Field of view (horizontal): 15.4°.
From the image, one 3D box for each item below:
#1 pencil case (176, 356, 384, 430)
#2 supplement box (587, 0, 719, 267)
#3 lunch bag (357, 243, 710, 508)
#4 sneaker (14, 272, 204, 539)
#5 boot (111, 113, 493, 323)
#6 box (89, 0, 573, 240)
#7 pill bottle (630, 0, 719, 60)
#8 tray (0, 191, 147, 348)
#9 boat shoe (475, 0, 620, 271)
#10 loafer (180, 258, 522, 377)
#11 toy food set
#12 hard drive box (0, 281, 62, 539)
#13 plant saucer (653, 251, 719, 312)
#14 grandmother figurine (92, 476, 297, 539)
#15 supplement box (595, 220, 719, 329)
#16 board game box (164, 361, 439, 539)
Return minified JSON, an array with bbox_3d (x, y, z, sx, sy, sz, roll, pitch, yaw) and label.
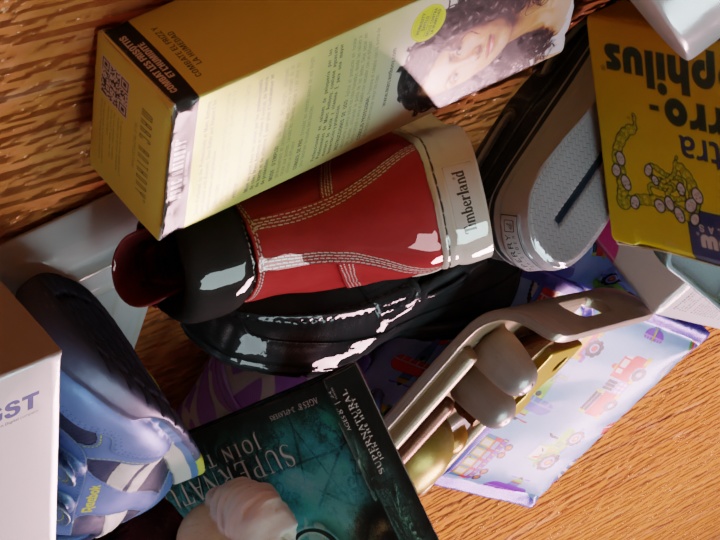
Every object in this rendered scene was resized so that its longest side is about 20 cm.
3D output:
[{"bbox_3d":[-0.063,0.100,1.314,0.200,0.084,0.086,124,-14,-46],"label":"pencil case"},{"bbox_3d":[0.207,-0.086,1.162,0.199,0.109,0.110,-28,119,-36],"label":"supplement box"},{"bbox_3d":[0.060,0.038,1.405,0.199,0.094,0.151,11,130,-49],"label":"lunch bag"},{"bbox_3d":[-0.117,0.065,1.071,0.082,0.074,0.200,-32,160,-6],"label":"sneaker"},{"bbox_3d":[-0.032,-0.019,1.089,0.143,0.073,0.200,-14,-177,-5],"label":"boot"},{"bbox_3d":[-0.005,-0.087,1.001,0.199,0.050,0.076,-27,148,-27],"label":"box"},{"bbox_3d":[0.181,-0.177,1.044,0.200,0.112,0.112,-38,161,4],"label":"pill bottle"},{"bbox_3d":[-0.128,0.034,1.125,0.107,0.022,0.200,-26,158,-28],"label":"tray"},{"bbox_3d":[0.104,-0.083,1.195,0.200,0.071,0.072,-48,128,-28],"label":"boat shoe"},{"bbox_3d":[0.000,0.000,1.220,0.200,0.068,0.071,-11,128,-44],"label":"loafer"},{"bbox_3d":[0.055,0.090,1.304,0.200,0.060,0.143,-48,165,21],"label":"toy food set"},{"bbox_3d":[-0.197,0.107,0.994,0.155,0.077,0.201,-23,139,-29],"label":"hard drive box"},{"bbox_3d":[0.193,-0.080,1.243,0.070,0.019,0.201,35,79,-46],"label":"plant saucer"},{"bbox_3d":[-0.111,0.139,1.196,0.199,0.122,0.061,-20,-155,30],"label":"grandmother figurine"},{"bbox_3d":[0.188,-0.038,1.400,0.103,0.101,0.200,-43,161,16],"label":"supplement box"},{"bbox_3d":[-0.045,0.132,1.223,0.200,0.136,0.028,-24,-178,45],"label":"board game box"}]
